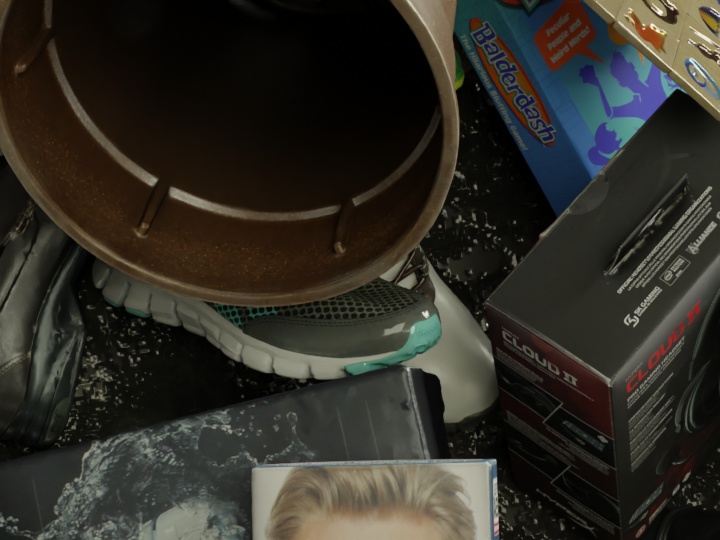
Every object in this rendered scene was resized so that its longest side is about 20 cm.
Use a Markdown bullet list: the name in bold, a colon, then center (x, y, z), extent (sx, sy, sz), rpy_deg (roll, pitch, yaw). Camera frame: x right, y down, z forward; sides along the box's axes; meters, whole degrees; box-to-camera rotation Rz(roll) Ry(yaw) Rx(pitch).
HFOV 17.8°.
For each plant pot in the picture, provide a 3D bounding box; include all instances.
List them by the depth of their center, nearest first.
- **plant pot**: center (-0.040, -0.124, 1.006), extent (0.200, 0.200, 0.198), rpy_deg (25, 40, -7)

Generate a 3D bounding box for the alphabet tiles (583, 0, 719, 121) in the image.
- **alphabet tiles**: center (0.129, -0.148, 1.086), extent (0.200, 0.006, 0.167), rpy_deg (40, 31, -9)

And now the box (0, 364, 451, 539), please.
- **box**: center (-0.045, 0.161, 1.033), extent (0.199, 0.117, 0.197), rpy_deg (-14, 83, 6)

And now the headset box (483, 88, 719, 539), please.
- **headset box**: center (0.138, 0.023, 1.103), extent (0.077, 0.200, 0.149), rpy_deg (33, 67, 24)

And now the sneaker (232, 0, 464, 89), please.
- **sneaker**: center (-0.038, -0.131, 1.157), extent (0.200, 0.074, 0.084), rpy_deg (16, 99, -10)

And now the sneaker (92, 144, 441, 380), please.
- **sneaker**: center (-0.049, -0.011, 1.072), extent (0.078, 0.200, 0.091), rpy_deg (-24, 124, -49)

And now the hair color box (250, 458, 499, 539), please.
- **hair color box**: center (0.009, 0.178, 0.936), extent (0.100, 0.061, 0.201), rpy_deg (-2, 85, 6)

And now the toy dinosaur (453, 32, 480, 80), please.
- **toy dinosaur**: center (0.047, -0.156, 1.214), extent (0.200, 0.058, 0.101), rpy_deg (-10, 64, -24)

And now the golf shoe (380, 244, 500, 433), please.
- **golf shoe**: center (0.000, 0.000, 1.134), extent (0.200, 0.094, 0.078), rpy_deg (44, 69, -2)

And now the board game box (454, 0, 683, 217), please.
- **board game box**: center (0.124, -0.130, 1.179), extent (0.152, 0.045, 0.200), rpy_deg (-40, 106, -31)

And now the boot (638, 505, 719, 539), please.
- **boot**: center (0.198, 0.191, 1.096), extent (0.073, 0.162, 0.199), rpy_deg (18, 70, -34)

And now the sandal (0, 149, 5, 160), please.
- **sandal**: center (-0.227, -0.104, 1.126), extent (0.199, 0.045, 0.075), rpy_deg (12, 74, -11)

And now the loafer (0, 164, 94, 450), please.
- **loafer**: center (-0.162, -0.019, 1.097), extent (0.072, 0.073, 0.201), rpy_deg (12, 79, -19)
